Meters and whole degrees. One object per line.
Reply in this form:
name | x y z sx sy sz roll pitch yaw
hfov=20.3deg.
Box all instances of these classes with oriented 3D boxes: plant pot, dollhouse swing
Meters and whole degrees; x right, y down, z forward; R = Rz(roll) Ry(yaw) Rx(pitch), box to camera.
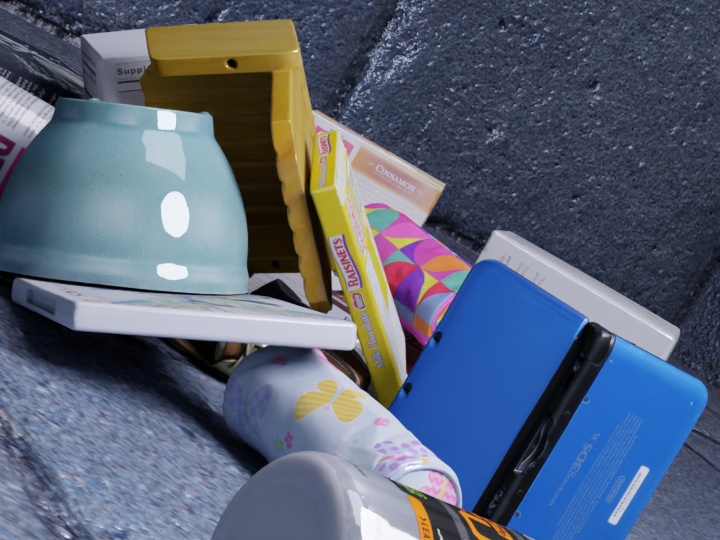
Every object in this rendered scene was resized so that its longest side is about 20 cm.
plant pot | -0.177 -0.060 1.522 0.200 0.134 0.200 6 3 0
dollhouse swing | -0.103 -0.071 1.603 0.182 0.200 0.176 -1 32 17

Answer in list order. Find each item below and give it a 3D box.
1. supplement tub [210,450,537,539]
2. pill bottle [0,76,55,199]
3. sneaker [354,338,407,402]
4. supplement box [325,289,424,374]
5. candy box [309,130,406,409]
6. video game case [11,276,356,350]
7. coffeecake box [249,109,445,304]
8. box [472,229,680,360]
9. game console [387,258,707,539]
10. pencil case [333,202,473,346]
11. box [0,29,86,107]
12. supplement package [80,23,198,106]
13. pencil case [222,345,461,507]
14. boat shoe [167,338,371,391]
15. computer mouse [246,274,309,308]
supplement tub | 0.029 0.175 1.000 0.200 0.123 0.123 25 8 -34
pill bottle | -0.291 -0.092 1.659 0.200 0.113 0.113 30 6 -3
sneaker | 0.004 0.110 1.649 0.081 0.075 0.200 12 17 -42
supplement box | 0.041 0.101 1.774 0.200 0.086 0.110 32 7 12
candy box | 0.000 0.000 1.571 0.102 0.026 0.200 -85 160 -61
video game case | -0.128 0.029 1.414 0.200 0.022 0.182 6 3 -23
coffeecake box | -0.031 -0.037 2.008 0.153 0.200 0.073 31 7 1
box | 0.167 0.094 1.888 0.200 0.199 0.131 31 6 9
game console | 0.128 0.122 1.502 0.171 0.200 0.118 27 7 -29
pencil case | 0.046 0.012 1.754 0.088 0.088 0.200 25 6 -38
box | -0.332 -0.147 1.867 0.197 0.124 0.200 27 7 -42
supplement package | -0.177 -0.107 1.773 0.114 0.200 0.110 -7 19 -16
pencil case | -0.016 0.125 1.371 0.083 0.091 0.200 -20 33 -26
boat shoe | -0.089 0.062 1.602 0.200 0.076 0.074 24 9 25
computer mouse | -0.058 0.029 1.728 0.046 0.140 0.200 56 -11 -32
